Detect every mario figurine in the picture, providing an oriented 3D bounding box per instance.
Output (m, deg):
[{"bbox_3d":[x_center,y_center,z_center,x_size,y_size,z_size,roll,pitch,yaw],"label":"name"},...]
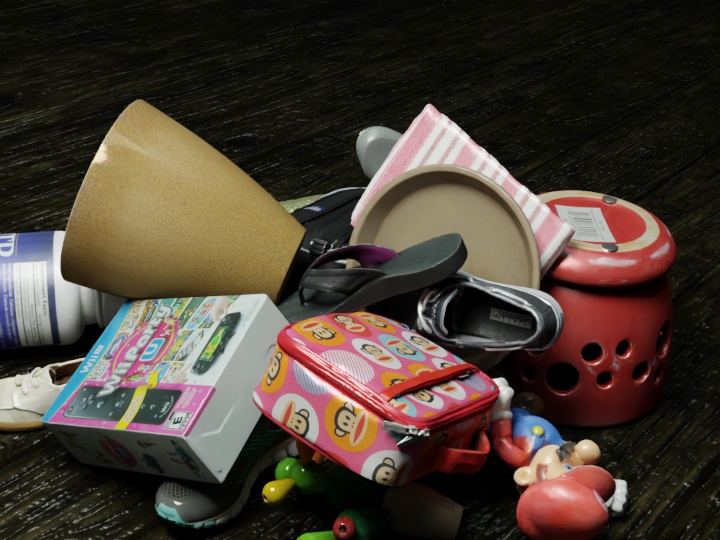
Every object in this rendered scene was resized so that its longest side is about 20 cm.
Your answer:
[{"bbox_3d":[0.170,0.153,0.986,0.121,0.108,0.201,-4,27,-15],"label":"mario figurine"}]

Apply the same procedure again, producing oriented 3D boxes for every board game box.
[{"bbox_3d":[-0.166,0.098,0.977,0.198,0.065,0.149,-4,44,42],"label":"board game box"}]

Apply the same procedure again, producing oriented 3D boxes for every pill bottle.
[{"bbox_3d":[-0.344,0.021,1.172,0.196,0.122,0.120,-4,28,-13],"label":"pill bottle"}]

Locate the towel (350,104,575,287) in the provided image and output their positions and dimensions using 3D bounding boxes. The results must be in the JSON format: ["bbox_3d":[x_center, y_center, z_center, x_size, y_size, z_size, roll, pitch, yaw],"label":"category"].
[{"bbox_3d":[0.095,-0.044,1.080,0.200,0.147,0.030,43,20,19],"label":"towel"}]

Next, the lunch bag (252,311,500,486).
[{"bbox_3d":[0.026,0.108,0.911,0.175,0.083,0.199,31,16,23],"label":"lunch bag"}]

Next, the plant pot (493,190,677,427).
[{"bbox_3d":[0.227,0.030,1.142,0.196,0.186,0.201,4,28,-2],"label":"plant pot"}]

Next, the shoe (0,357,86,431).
[{"bbox_3d":[-0.280,0.108,1.085,0.196,0.054,0.070,-7,29,-18],"label":"shoe"}]

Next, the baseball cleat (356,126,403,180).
[{"bbox_3d":[0.071,-0.091,1.359,0.070,0.200,0.107,-41,37,5],"label":"baseball cleat"}]

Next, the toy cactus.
[{"bbox_3d":[0.009,0.181,0.951,0.162,0.104,0.200,17,20,5],"label":"toy cactus"}]

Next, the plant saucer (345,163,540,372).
[{"bbox_3d":[0.078,0.002,1.058,0.197,0.204,0.029,16,9,25],"label":"plant saucer"}]

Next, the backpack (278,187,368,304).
[{"bbox_3d":[-0.006,-0.012,1.224,0.175,0.153,0.199,15,35,35],"label":"backpack"}]

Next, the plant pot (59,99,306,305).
[{"bbox_3d":[-0.158,-0.038,1.081,0.197,0.189,0.187,23,29,-2],"label":"plant pot"}]

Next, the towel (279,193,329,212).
[{"bbox_3d":[-0.054,-0.074,1.400,0.146,0.037,0.200,-12,6,-15],"label":"towel"}]

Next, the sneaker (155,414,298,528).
[{"bbox_3d":[-0.113,0.146,0.988,0.076,0.093,0.200,15,30,24],"label":"sneaker"}]

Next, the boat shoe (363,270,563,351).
[{"bbox_3d":[0.080,0.036,1.003,0.197,0.073,0.067,13,7,29],"label":"boat shoe"}]

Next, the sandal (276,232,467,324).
[{"bbox_3d":[0.001,-0.001,1.012,0.198,0.048,0.076,-21,23,21],"label":"sandal"}]
